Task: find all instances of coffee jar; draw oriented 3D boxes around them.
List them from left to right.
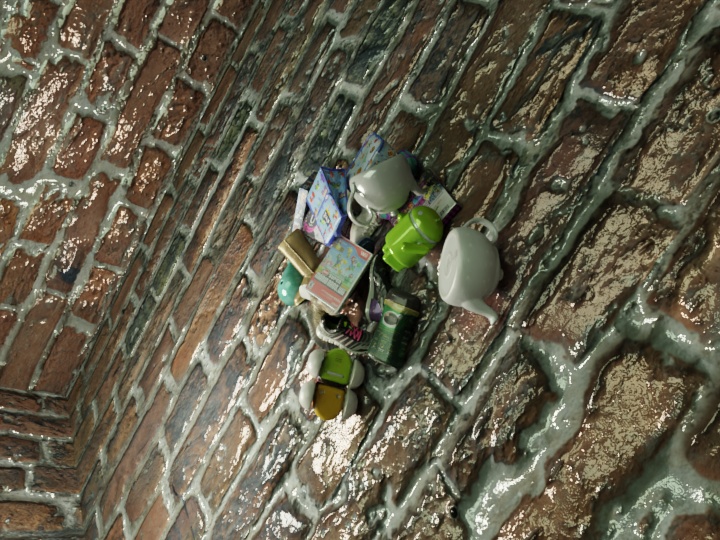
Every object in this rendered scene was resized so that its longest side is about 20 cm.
[{"bbox_3d":[0.096,0.159,1.469,0.102,0.085,0.207,19,87,33],"label":"coffee jar"}]

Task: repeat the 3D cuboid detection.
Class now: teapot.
[{"bbox_3d":[0.067,-0.224,1.492,0.194,0.197,0.151,-21,98,19],"label":"teapot"},{"bbox_3d":[0.280,-0.007,1.296,0.198,0.140,0.208,-99,17,-69],"label":"teapot"}]

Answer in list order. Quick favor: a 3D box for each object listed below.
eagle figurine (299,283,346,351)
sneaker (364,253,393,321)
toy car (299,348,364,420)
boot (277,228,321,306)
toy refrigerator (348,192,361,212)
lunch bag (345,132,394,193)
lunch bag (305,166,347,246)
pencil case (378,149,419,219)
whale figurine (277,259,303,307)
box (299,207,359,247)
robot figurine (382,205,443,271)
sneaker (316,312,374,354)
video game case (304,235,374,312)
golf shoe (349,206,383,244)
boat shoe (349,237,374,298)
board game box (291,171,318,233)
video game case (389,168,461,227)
[{"bbox_3d":[-0.103,0.129,1.669,0.145,0.153,0.206,-15,59,1],"label":"eagle figurine"},{"bbox_3d":[0.074,0.052,1.572,0.085,0.075,0.208,-1,75,31],"label":"sneaker"},{"bbox_3d":[-0.086,0.334,1.567,0.150,0.169,0.208,135,150,-79],"label":"toy car"},{"bbox_3d":[-0.213,-0.008,1.802,0.174,0.066,0.201,-40,85,-10],"label":"boot"},{"bbox_3d":[0.030,-0.286,1.750,0.198,0.075,0.072,-36,49,32],"label":"toy refrigerator"},{"bbox_3d":[0.018,-0.324,1.655,0.202,0.074,0.161,-54,29,13],"label":"lunch bag"},{"bbox_3d":[-0.088,-0.189,1.639,0.151,0.091,0.206,-53,46,49],"label":"lunch bag"},{"bbox_3d":[0.104,-0.265,1.626,0.091,0.085,0.204,23,79,42],"label":"pencil case"},{"bbox_3d":[-0.245,0.025,1.892,0.157,0.102,0.207,-30,54,35],"label":"whale figurine"},{"bbox_3d":[-0.100,-0.151,1.803,0.197,0.113,0.136,21,88,50],"label":"box"},{"bbox_3d":[0.147,-0.092,1.454,0.199,0.115,0.178,-43,23,26],"label":"robot figurine"},{"bbox_3d":[-0.039,0.179,1.550,0.193,0.089,0.075,17,48,11],"label":"sneaker"},{"bbox_3d":[-0.065,0.007,1.609,0.140,0.017,0.203,29,81,28],"label":"video game case"},{"bbox_3d":[0.028,-0.155,1.698,0.090,0.074,0.207,18,88,46],"label":"golf shoe"},{"bbox_3d":[0.000,0.000,1.662,0.069,0.081,0.206,-120,47,-62],"label":"boat shoe"},{"bbox_3d":[-0.191,-0.231,1.880,0.137,0.033,0.205,-61,-10,-52],"label":"board game box"},{"bbox_3d":[0.184,-0.169,1.558,0.201,0.035,0.184,-50,44,21],"label":"video game case"}]
